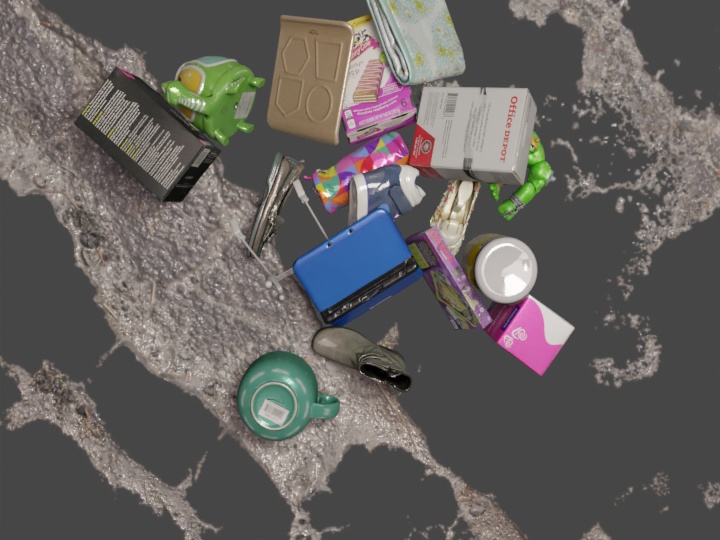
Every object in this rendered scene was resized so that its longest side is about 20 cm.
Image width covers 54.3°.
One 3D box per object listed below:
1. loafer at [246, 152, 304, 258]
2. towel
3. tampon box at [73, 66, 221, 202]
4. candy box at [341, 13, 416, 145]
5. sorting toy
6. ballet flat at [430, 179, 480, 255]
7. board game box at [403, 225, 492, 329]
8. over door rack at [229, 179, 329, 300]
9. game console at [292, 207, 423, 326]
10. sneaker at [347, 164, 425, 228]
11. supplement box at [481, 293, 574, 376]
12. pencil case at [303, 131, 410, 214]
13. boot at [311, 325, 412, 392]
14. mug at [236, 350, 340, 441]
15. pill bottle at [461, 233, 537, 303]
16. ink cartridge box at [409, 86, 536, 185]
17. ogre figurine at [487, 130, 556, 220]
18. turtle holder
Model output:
[{"bbox_3d":[-0.159,-0.114,1.307,0.061,0.072,0.205,17,93,-8],"label":"loafer"},{"bbox_3d":[0.100,-0.434,1.239,0.169,0.048,0.205,-23,94,-39],"label":"towel"},{"bbox_3d":[-0.372,-0.237,1.249,0.199,0.150,0.127,42,94,-4],"label":"tampon box"},{"bbox_3d":[0.010,-0.347,1.262,0.133,0.061,0.205,-18,78,1],"label":"candy box"},{"bbox_3d":[-0.088,-0.339,1.247,0.182,0.036,0.206,21,110,38],"label":"sorting toy"},{"bbox_3d":[0.175,-0.110,1.312,0.074,0.064,0.205,15,96,-3],"label":"ballet flat"},{"bbox_3d":[0.158,0.018,1.297,0.032,0.120,0.203,-33,96,-14],"label":"board game box"},{"bbox_3d":[-0.127,-0.042,1.268,0.145,0.067,0.202,-29,134,1],"label":"over door rack"},{"bbox_3d":[0.000,0.000,1.280,0.197,0.171,0.120,-30,78,5],"label":"game console"},{"bbox_3d":[0.054,-0.101,1.283,0.143,0.081,0.204,-12,133,-14],"label":"sneaker"},{"bbox_3d":[0.293,0.100,1.265,0.102,0.200,0.102,35,94,-4],"label":"supplement box"},{"bbox_3d":[-0.001,-0.183,1.295,0.197,0.088,0.090,-28,95,0],"label":"pencil case"},{"bbox_3d":[0.003,0.162,1.302,0.195,0.131,0.069,18,95,-2],"label":"boot"},{"bbox_3d":[-0.142,0.233,1.316,0.181,0.114,0.156,-20,95,2],"label":"mug"},{"bbox_3d":[0.240,-0.008,1.254,0.106,0.200,0.113,0,96,-1],"label":"pill bottle"},{"bbox_3d":[0.199,-0.238,1.237,0.196,0.083,0.148,9,84,30],"label":"ink cartridge box"},{"bbox_3d":[0.278,-0.211,1.292,0.118,0.098,0.204,-23,63,14],"label":"ogre figurine"},{"bbox_3d":[-0.268,-0.301,1.237,0.130,0.142,0.186,29,52,11],"label":"turtle holder"}]
